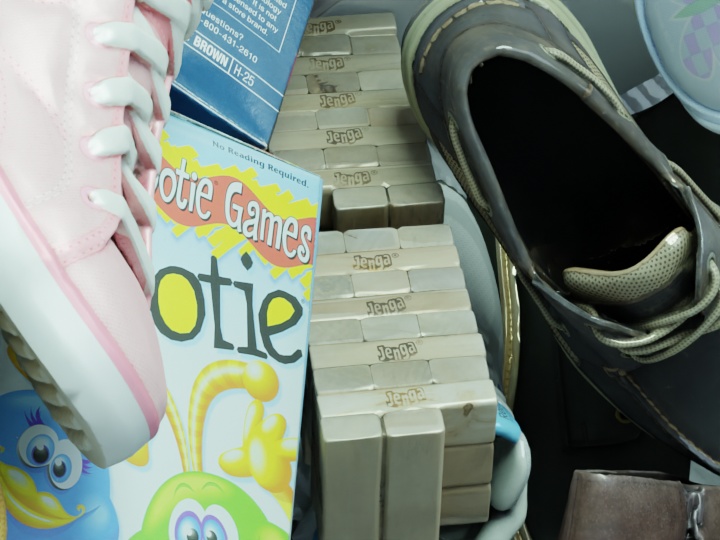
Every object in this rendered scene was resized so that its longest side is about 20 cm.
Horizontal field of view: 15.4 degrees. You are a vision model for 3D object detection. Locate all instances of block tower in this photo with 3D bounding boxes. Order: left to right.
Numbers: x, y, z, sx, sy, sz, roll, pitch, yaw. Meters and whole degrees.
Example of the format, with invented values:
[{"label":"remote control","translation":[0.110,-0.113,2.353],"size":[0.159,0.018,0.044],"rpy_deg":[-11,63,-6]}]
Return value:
[{"label":"block tower","translation":[0.000,0.000,0.842],"size":[0.054,0.058,0.201],"rpy_deg":[-4,43,-7]}]

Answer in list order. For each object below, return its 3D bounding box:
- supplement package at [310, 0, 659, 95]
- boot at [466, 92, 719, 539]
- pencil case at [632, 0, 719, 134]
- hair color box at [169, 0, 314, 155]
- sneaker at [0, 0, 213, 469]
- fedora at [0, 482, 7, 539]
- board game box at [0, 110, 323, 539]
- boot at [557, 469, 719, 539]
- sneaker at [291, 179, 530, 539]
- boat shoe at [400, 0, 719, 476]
[{"label":"supplement package","translation":[0.044,-0.164,0.970],"size":[0.121,0.120,0.201],"rpy_deg":[21,57,-33]},{"label":"boot","translation":[0.106,0.033,0.912],"size":[0.077,0.138,0.201],"rpy_deg":[0,70,-39]},{"label":"pencil case","translation":[0.186,-0.104,0.879],"size":[0.199,0.083,0.091],"rpy_deg":[-13,61,-27]},{"label":"hair color box","translation":[-0.055,-0.111,0.875],"size":[0.060,0.100,0.201],"rpy_deg":[33,52,-24]},{"label":"sneaker","translation":[-0.072,-0.051,0.699],"size":[0.104,0.075,0.201],"rpy_deg":[-26,60,-8]},{"label":"fedora","translation":[-0.145,0.066,0.661],"size":[0.082,0.200,0.202],"rpy_deg":[29,52,-39]},{"label":"board game box","translation":[-0.087,0.060,0.761],"size":[0.103,0.105,0.201],"rpy_deg":[23,55,-29]},{"label":"boot","translation":[0.052,0.143,0.821],"size":[0.200,0.072,0.167],"rpy_deg":[4,94,-53]},{"label":"sneaker","translation":[0.028,0.051,0.875],"size":[0.075,0.087,0.201],"rpy_deg":[25,54,-27]},{"label":"boat shoe","translation":[0.081,-0.001,0.835],"size":[0.200,0.074,0.073],"rpy_deg":[48,14,-15]}]
